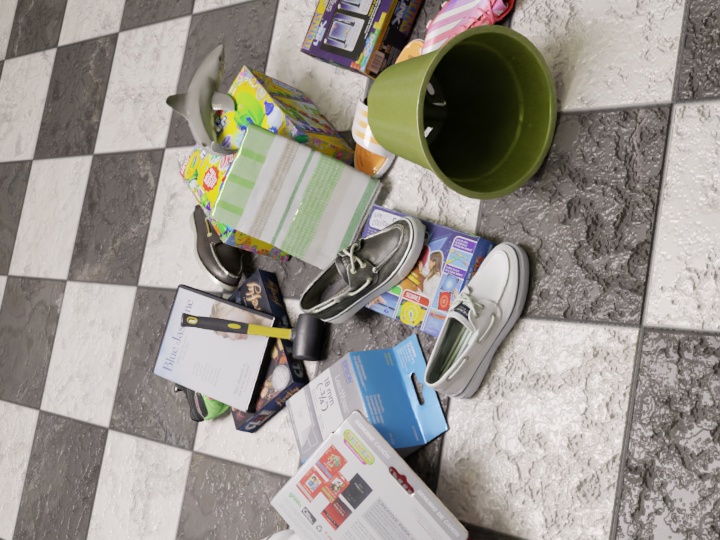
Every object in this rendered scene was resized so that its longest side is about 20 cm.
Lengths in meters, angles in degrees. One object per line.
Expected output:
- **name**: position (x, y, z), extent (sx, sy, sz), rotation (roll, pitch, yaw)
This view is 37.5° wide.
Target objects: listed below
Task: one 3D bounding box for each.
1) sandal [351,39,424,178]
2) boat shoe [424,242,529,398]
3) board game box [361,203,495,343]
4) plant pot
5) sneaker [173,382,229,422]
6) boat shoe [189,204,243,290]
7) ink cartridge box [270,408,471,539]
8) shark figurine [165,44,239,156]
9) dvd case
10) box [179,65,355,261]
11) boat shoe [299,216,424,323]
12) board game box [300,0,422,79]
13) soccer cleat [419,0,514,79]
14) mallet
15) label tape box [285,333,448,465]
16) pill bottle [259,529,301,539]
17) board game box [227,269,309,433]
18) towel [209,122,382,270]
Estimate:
- **sandal**: position (0.028, -0.229, 1.462), extent (0.079, 0.059, 0.207), rotation (29, 99, 46)
- **boat shoe**: position (0.138, 0.059, 1.257), extent (0.073, 0.067, 0.201), rotation (22, 94, 46)
- **board game box**: position (0.070, 0.000, 1.367), extent (0.200, 0.034, 0.136), rotation (22, 94, 47)
- **plant pot**: position (0.105, -0.196, 1.304), extent (0.190, 0.200, 0.201), rotation (19, 92, 60)
- **sneaker**: position (-0.263, 0.145, 1.635), extent (0.084, 0.077, 0.200), rotation (-41, 51, 24)
- **boat shoe**: position (-0.217, -0.049, 1.640), extent (0.061, 0.072, 0.201), rotation (-51, 39, 21)
- **ink cartridge box**: position (0.025, 0.282, 1.244), extent (0.200, 0.084, 0.176), rotation (47, 113, 17)
- **shark figurine**: position (-0.237, -0.224, 1.539), extent (0.128, 0.089, 0.215), rotation (-41, 47, 32)
- **dvd case**: position (-0.214, 0.111, 1.556), extent (0.200, 0.018, 0.143), rotation (16, 90, 35)
- **box**: position (-0.141, -0.157, 1.569), extent (0.200, 0.122, 0.193), rotation (-55, 45, 18)
- **boat shoe**: position (0.000, 0.000, 1.365), extent (0.200, 0.064, 0.071), rotation (-44, 50, 27)
- **board game box**: position (0.011, -0.386, 1.530), extent (0.165, 0.057, 0.200), rotation (31, 101, 48)
- **soccer cleat**: position (0.148, -0.329, 1.370), extent (0.076, 0.067, 0.200), rotation (44, 107, 38)
- **mallet**: position (-0.149, 0.092, 1.471), extent (0.041, 0.199, 0.066), rotation (119, 152, -76)
- **label tape box**: position (0.002, 0.185, 1.360), extent (0.200, 0.063, 0.145), rotation (-40, 53, 31)
- **pill bottle**: position (-0.110, 0.402, 1.372), extent (0.200, 0.113, 0.113), rotation (-31, 58, 36)
- **board game box**: position (-0.154, 0.118, 1.560), extent (0.135, 0.035, 0.200), rotation (-42, 51, 29)
- **towel**: position (-0.089, -0.099, 1.457), extent (0.031, 0.200, 0.150), rotation (-92, 28, -76)
